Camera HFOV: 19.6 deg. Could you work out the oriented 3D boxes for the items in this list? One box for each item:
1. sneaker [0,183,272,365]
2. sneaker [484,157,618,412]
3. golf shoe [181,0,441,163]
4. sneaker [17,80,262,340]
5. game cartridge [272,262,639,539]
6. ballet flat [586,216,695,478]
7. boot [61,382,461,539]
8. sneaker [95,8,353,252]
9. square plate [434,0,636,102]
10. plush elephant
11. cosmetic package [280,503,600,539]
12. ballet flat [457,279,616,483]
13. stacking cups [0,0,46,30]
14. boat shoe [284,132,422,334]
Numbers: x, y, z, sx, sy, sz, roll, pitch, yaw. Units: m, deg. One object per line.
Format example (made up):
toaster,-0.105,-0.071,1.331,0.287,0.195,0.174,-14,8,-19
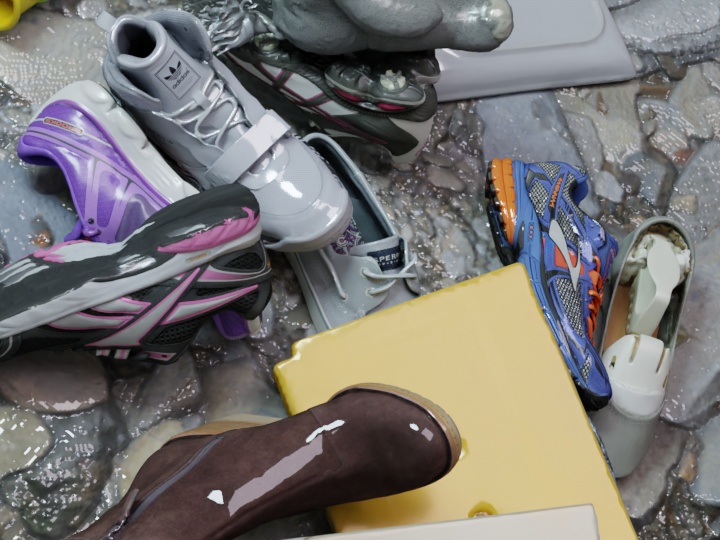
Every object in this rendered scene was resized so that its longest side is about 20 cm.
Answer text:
sneaker,-0.143,0.026,1.259,0.200,0.086,0.080,-19,25,3
sneaker,0.140,0.002,1.405,0.078,0.075,0.200,-12,62,-3
golf shoe,-0.039,-0.136,1.430,0.200,0.088,0.077,28,53,22
sneaker,-0.140,-0.027,1.331,0.083,0.081,0.200,-42,85,-9
game cartridge,0.057,0.115,1.298,0.176,0.032,0.200,-19,75,-8
ballet flat,0.188,0.046,1.424,0.067,0.064,0.200,23,55,-10
boot,-0.057,0.132,1.192,0.166,0.200,0.072,-38,115,-48
sneaker,-0.093,-0.092,1.321,0.200,0.115,0.075,39,81,26
square plate,0.095,-0.222,1.565,0.200,0.028,0.198,-9,66,-28
plush elephant,-0.013,-0.229,1.351,0.200,0.155,0.165,-14,44,-22
cosmetic package,0.041,0.199,1.216,0.200,0.073,0.104,-7,79,-9
ballet flat,0.109,0.100,1.353,0.074,0.074,0.200,-14,75,-30
stacking cups,-0.189,-0.237,1.427,0.061,0.061,0.200,44,54,5
boat shoe,0.000,-0.001,1.364,0.070,0.072,0.201,-20,70,-32
